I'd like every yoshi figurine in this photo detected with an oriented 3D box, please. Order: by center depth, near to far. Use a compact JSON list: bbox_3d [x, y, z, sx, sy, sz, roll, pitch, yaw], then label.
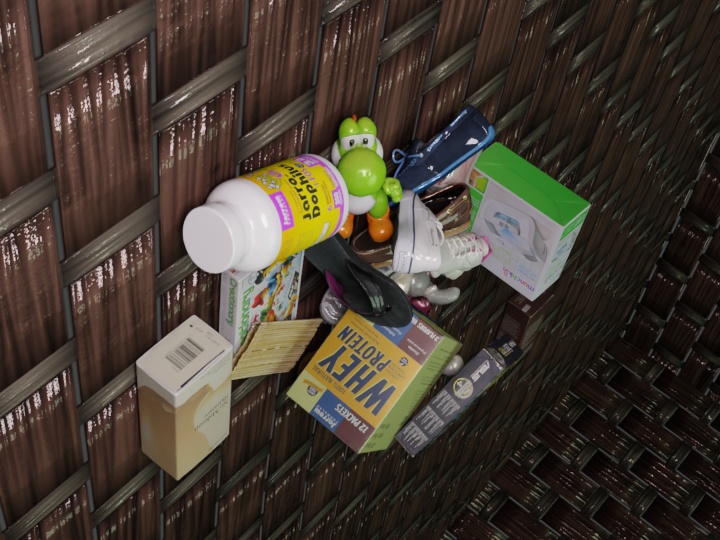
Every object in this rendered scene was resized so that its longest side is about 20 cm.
[{"bbox_3d":[-0.003,-0.103,1.455,0.112,0.112,0.201,-38,152,-22],"label":"yoshi figurine"}]

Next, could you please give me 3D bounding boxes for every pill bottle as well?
[{"bbox_3d":[-0.106,-0.061,1.287,0.199,0.104,0.105,-28,148,-51],"label":"pill bottle"}]

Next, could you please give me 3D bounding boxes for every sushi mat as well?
[{"bbox_3d":[-0.117,0.105,1.557,0.096,0.012,0.200,-58,162,11],"label":"sushi mat"}]

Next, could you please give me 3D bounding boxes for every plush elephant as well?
[{"bbox_3d":[0.087,0.060,1.837,0.156,0.198,0.165,-65,-176,-5],"label":"plush elephant"}]

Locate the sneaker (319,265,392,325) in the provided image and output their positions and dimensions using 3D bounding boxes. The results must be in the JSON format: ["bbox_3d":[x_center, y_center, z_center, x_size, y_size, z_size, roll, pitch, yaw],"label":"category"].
[{"bbox_3d":[0.000,0.000,1.703,0.200,0.075,0.082,-47,-176,-21],"label":"sneaker"}]

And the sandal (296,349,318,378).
[{"bbox_3d":[-0.069,0.156,1.798,0.082,0.055,0.200,-45,173,-26],"label":"sandal"}]

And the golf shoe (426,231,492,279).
[{"bbox_3d":[0.143,-0.034,1.749,0.091,0.076,0.200,-22,173,18],"label":"golf shoe"}]

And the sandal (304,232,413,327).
[{"bbox_3d":[-0.014,0.017,1.513,0.075,0.200,0.048,-34,-158,37],"label":"sandal"}]

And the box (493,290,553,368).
[{"bbox_3d":[0.380,0.128,2.719,0.100,0.075,0.201,-38,156,-36],"label":"box"}]

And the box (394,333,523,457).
[{"bbox_3d":[0.154,0.188,1.757,0.200,0.049,0.161,-47,167,16],"label":"box"}]

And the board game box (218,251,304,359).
[{"bbox_3d":[-0.129,0.035,1.485,0.126,0.034,0.201,-40,155,-33],"label":"board game box"}]

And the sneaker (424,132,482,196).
[{"bbox_3d":[0.118,-0.131,1.727,0.104,0.075,0.202,-29,145,-46],"label":"sneaker"}]

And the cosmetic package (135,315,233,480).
[{"bbox_3d":[-0.219,0.162,1.433,0.105,0.071,0.201,-42,156,-32],"label":"cosmetic package"}]

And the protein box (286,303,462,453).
[{"bbox_3d":[0.025,0.141,1.660,0.201,0.134,0.198,-53,166,2],"label":"protein box"}]

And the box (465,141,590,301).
[{"bbox_3d":[0.261,-0.084,1.937,0.096,0.199,0.177,-35,153,-40],"label":"box"}]

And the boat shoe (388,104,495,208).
[{"bbox_3d":[0.097,-0.160,1.627,0.199,0.069,0.084,-34,177,10],"label":"boat shoe"}]

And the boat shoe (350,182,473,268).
[{"bbox_3d":[0.071,-0.070,1.648,0.199,0.071,0.071,-26,141,-18],"label":"boat shoe"}]

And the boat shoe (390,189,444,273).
[{"bbox_3d":[0.077,-0.044,1.518,0.201,0.066,0.074,-82,-177,-60],"label":"boat shoe"}]
